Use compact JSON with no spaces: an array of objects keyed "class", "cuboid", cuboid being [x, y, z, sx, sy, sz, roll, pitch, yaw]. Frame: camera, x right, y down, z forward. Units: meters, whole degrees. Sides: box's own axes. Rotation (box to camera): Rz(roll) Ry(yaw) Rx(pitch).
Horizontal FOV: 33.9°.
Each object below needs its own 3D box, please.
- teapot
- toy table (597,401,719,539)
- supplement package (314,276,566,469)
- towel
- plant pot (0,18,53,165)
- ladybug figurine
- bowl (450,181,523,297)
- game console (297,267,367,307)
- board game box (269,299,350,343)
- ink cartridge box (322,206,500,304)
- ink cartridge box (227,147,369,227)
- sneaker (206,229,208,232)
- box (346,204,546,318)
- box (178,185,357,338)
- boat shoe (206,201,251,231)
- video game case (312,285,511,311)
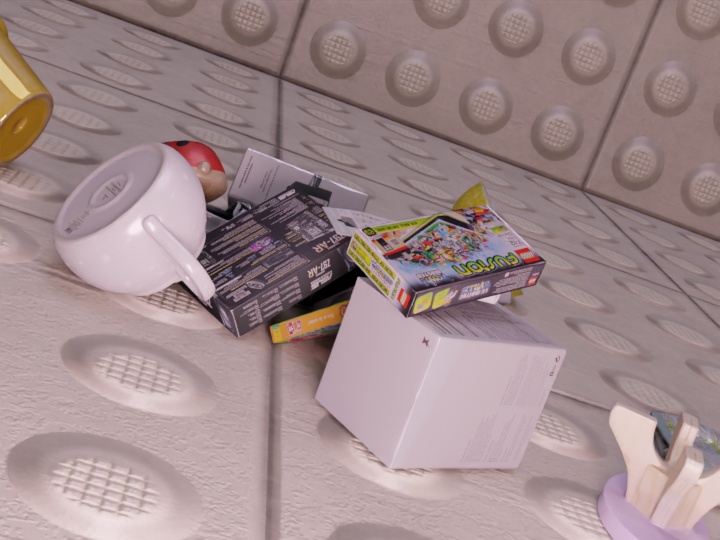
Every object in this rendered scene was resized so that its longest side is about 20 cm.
[{"class":"teapot","cuboid":[-0.249,-0.041,1.380,0.147,0.195,0.201,54,30,-32]},{"class":"toy table","cuboid":[0.343,0.235,1.299,0.182,0.118,0.200,21,14,-2]},{"class":"supplement package","cuboid":[0.087,0.114,1.292,0.198,0.154,0.150,8,19,-40]},{"class":"towel","cuboid":[0.460,0.253,1.527,0.169,0.049,0.200,21,15,1]},{"class":"plant pot","cuboid":[-0.535,-0.252,1.630,0.188,0.202,0.201,39,17,7]},{"class":"ladybug figurine","cuboid":[-0.263,-0.141,1.705,0.134,0.073,0.199,12,-12,-35]},{"class":"bowl","cuboid":[0.193,-0.037,1.998,0.106,0.202,0.200,-20,11,10]},{"class":"game console","cuboid":[0.000,0.000,1.627,0.198,0.118,0.176,14,17,-35]},{"class":"board game box","cuboid":[-0.004,0.050,1.399,0.198,0.030,0.095,-22,-12,33]},{"class":"ink cartridge box","cuboid":[0.054,-0.020,1.375,0.197,0.048,0.160,12,12,-11]},{"class":"ink cartridge box","cuboid":[-0.095,-0.091,1.777,0.198,0.084,0.147,22,-16,-1]},{"class":"sneaker","cuboid":[-0.246,-0.056,1.557,0.198,0.081,0.071,22,15,3]},{"class":"box","cuboid":[0.094,-0.014,1.264,0.198,0.035,0.110,-12,46,-39]},{"class":"box","cuboid":[-0.115,-0.017,1.466,0.199,0.044,0.160,-31,42,-23]},{"class":"boat shoe","cuboid":[-0.183,-0.063,1.684,0.198,0.072,0.070,15,16,-22]},{"class":"video game case","cuboid":[0.065,0.042,1.536,0.198,0.022,0.181,7,-16,-29]}]
